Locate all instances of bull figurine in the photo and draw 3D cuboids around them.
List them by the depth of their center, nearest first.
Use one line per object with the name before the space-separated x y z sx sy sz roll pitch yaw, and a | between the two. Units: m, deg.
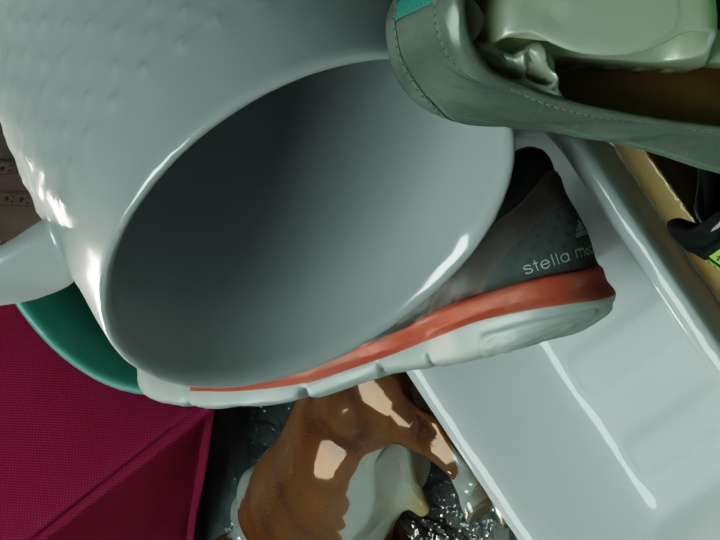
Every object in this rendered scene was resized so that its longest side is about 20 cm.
bull figurine | 0.000 0.097 1.157 0.121 0.065 0.200 44 142 21

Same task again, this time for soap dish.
soap dish | 0.101 0.030 1.034 0.200 0.081 0.157 55 136 5

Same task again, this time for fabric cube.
fabric cube | -0.206 0.097 1.219 0.196 0.199 0.200 44 155 17

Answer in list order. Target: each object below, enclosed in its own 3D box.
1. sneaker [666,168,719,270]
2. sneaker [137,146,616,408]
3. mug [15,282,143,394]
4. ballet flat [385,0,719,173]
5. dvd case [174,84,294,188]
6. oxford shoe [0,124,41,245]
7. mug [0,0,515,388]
sneaker | 0.153 -0.004 0.948 0.200 0.083 0.071 66 154 11
sneaker | 0.000 0.000 1.005 0.199 0.077 0.082 -14 90 29
mug | -0.059 -0.044 1.115 0.185 0.114 0.152 -25 93 45
ballet flat | 0.107 -0.063 0.810 0.064 0.199 0.068 147 126 -68
dvd case | -0.046 -0.129 1.019 0.146 0.200 0.022 39 169 21
oxford shoe | -0.131 -0.044 1.050 0.200 0.071 0.073 11 111 37
mug | -0.075 -0.061 0.904 0.176 0.200 0.148 58 175 35
